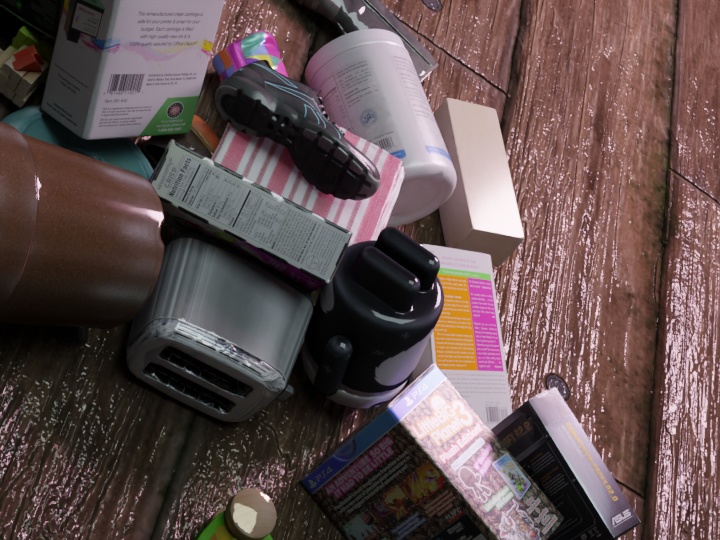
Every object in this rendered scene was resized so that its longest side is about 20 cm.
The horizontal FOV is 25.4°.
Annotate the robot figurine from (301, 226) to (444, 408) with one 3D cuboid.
[{"bbox_3d":[0.014,0.053,1.631,0.149,0.201,0.125,-2,48,-25],"label":"robot figurine"}]

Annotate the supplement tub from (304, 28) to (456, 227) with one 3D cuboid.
[{"bbox_3d":[0.023,-0.164,1.862,0.131,0.132,0.201,3,57,-38],"label":"supplement tub"}]

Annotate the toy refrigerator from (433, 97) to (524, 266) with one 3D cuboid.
[{"bbox_3d":[0.136,-0.107,1.963,0.075,0.070,0.201,9,52,-26],"label":"toy refrigerator"}]

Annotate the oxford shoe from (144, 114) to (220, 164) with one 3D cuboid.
[{"bbox_3d":[-0.153,-0.074,1.700,0.073,0.071,0.200,-32,73,-39],"label":"oxford shoe"}]

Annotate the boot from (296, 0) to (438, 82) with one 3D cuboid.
[{"bbox_3d":[0.025,-0.327,2.037,0.200,0.073,0.182,38,55,0],"label":"boot"}]

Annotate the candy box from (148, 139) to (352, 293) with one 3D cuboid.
[{"bbox_3d":[-0.118,-0.049,1.584,0.199,0.136,0.061,28,80,-7],"label":"candy box"}]

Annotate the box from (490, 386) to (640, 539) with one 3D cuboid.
[{"bbox_3d":[0.168,0.235,1.620,0.048,0.200,0.159,-17,70,-43],"label":"box"}]

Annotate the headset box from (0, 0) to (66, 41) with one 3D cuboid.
[{"bbox_3d":[-0.287,-0.325,1.703,0.174,0.093,0.199,33,31,33],"label":"headset box"}]

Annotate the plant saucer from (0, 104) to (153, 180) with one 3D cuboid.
[{"bbox_3d":[-0.284,-0.092,1.626,0.199,0.027,0.201,22,48,-26],"label":"plant saucer"}]

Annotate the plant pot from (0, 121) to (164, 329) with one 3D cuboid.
[{"bbox_3d":[-0.298,-0.032,1.451,0.197,0.200,0.202,13,51,-41],"label":"plant pot"}]

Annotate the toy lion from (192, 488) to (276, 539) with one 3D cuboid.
[{"bbox_3d":[-0.092,0.329,1.441,0.200,0.069,0.192,44,49,-3],"label":"toy lion"}]

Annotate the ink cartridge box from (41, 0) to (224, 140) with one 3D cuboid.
[{"bbox_3d":[-0.225,-0.242,1.616,0.084,0.201,0.144,34,28,33],"label":"ink cartridge box"}]

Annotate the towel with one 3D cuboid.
[{"bbox_3d":[-0.058,-0.103,1.704,0.199,0.030,0.147,27,50,-5],"label":"towel"}]

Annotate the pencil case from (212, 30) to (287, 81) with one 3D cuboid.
[{"bbox_3d":[-0.101,-0.172,1.797,0.088,0.088,0.201,0,56,-40],"label":"pencil case"}]

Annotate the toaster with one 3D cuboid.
[{"bbox_3d":[-0.146,0.055,1.562,0.199,0.114,0.130,30,46,-21],"label":"toaster"}]

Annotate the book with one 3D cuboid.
[{"bbox_3d":[0.108,0.078,1.765,0.133,0.048,0.202,6,73,-45],"label":"book"}]

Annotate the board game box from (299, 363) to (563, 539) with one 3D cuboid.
[{"bbox_3d":[0.069,0.225,1.575,0.200,0.159,0.097,50,40,3],"label":"board game box"}]

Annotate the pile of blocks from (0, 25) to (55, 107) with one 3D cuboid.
[{"bbox_3d":[-0.311,-0.235,1.680,0.082,0.062,0.199,50,37,12],"label":"pile of blocks"}]

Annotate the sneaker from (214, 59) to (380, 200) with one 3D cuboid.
[{"bbox_3d":[-0.054,-0.153,1.674,0.199,0.076,0.079,37,48,3],"label":"sneaker"}]
